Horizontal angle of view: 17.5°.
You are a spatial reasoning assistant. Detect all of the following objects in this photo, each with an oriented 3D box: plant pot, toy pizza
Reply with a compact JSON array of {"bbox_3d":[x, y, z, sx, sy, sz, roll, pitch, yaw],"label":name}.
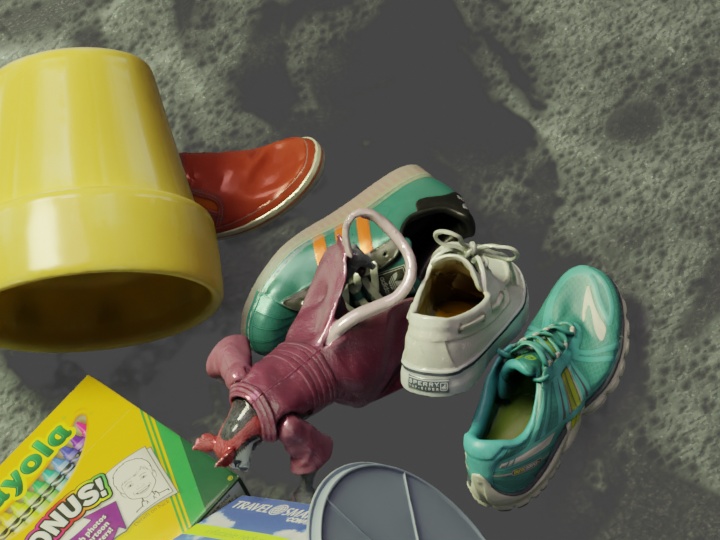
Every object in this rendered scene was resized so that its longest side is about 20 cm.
[{"bbox_3d":[-0.209,-0.057,1.752,0.199,0.201,0.190,-10,72,12],"label":"plant pot"},{"bbox_3d":[0.035,0.215,1.497,0.032,0.199,0.201,-38,40,30],"label":"toy pizza"}]

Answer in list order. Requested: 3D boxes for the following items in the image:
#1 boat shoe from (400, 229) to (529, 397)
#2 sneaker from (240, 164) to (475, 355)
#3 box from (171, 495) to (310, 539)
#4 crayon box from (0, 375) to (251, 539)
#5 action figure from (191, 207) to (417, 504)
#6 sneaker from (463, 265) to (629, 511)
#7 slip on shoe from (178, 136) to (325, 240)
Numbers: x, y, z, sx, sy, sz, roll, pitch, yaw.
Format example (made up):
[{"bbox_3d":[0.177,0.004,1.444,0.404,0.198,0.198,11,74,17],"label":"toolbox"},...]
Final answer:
[{"bbox_3d":[0.072,0.010,1.654,0.074,0.087,0.202,7,23,19],"label":"boat shoe"},{"bbox_3d":[0.000,0.000,1.749,0.200,0.072,0.080,-41,44,-16],"label":"sneaker"},{"bbox_3d":[-0.089,0.209,1.556,0.199,0.048,0.121,-31,21,-37],"label":"box"},{"bbox_3d":[-0.201,0.194,1.673,0.172,0.058,0.200,29,66,36],"label":"crayon box"},{"bbox_3d":[-0.035,0.077,1.641,0.134,0.149,0.200,43,52,8],"label":"action figure"},{"bbox_3d":[0.130,0.074,1.636,0.077,0.080,0.201,12,56,28],"label":"sneaker"},{"bbox_3d":[-0.124,-0.065,1.858,0.198,0.061,0.074,-16,46,6],"label":"slip on shoe"}]
